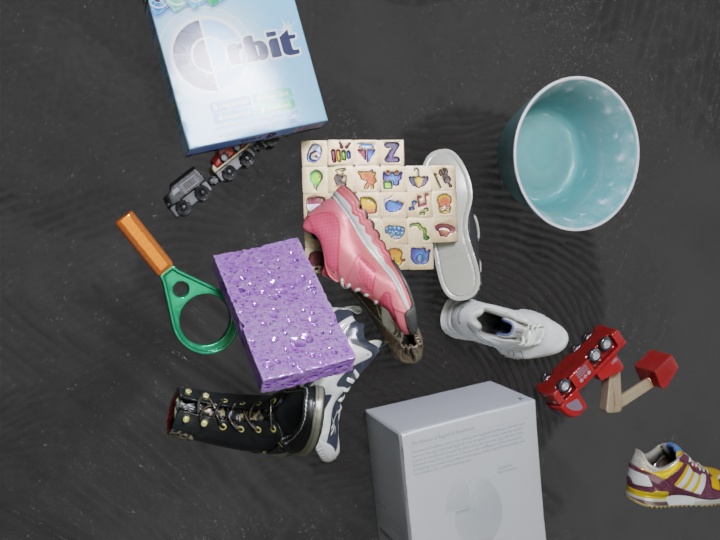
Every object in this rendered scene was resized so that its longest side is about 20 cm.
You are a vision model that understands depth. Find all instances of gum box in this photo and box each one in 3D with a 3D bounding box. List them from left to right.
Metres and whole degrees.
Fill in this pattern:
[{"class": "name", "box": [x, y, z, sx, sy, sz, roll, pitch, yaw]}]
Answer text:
[{"class": "gum box", "box": [-0.146, -0.249, 0.953, 0.169, 0.045, 0.201, -15, 90, -20]}]

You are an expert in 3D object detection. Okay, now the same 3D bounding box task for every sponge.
[{"class": "sponge", "box": [-0.092, 0.046, 0.956, 0.111, 0.200, 0.030, -12, 139, -21]}]

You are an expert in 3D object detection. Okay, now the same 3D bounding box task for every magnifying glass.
[{"class": "magnifying glass", "box": [-0.221, 0.016, 0.984, 0.080, 0.022, 0.200, -40, 111, -14]}]

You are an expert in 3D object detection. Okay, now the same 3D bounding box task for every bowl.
[{"class": "bowl", "box": [0.266, -0.157, 1.119, 0.200, 0.105, 0.202, -3, 98, -22]}]

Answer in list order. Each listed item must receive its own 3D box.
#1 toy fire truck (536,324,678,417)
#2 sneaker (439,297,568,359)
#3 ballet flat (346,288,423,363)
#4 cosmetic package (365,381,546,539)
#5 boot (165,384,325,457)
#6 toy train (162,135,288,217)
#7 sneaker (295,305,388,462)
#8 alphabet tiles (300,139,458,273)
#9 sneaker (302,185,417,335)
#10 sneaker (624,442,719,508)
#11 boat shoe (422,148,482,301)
[{"class": "toy fire truck", "box": [0.368, 0.161, 1.226, 0.200, 0.049, 0.141, -42, 109, -13]}, {"class": "sneaker", "box": [0.208, 0.086, 1.132, 0.199, 0.087, 0.075, 11, 89, -24]}, {"class": "ballet flat", "box": [0.027, 0.037, 1.071, 0.067, 0.046, 0.201, -33, 104, -15]}, {"class": "cosmetic package", "box": [0.126, 0.272, 1.098, 0.198, 0.123, 0.201, -9, 100, -21]}, {"class": "boot", "box": [-0.135, 0.169, 0.946, 0.153, 0.204, 0.074, 13, 66, -18]}, {"class": "toy train", "box": [-0.154, -0.138, 0.988, 0.200, 0.034, 0.046, -41, 98, -14]}, {"class": "sneaker", "box": [-0.019, 0.135, 1.046, 0.129, 0.079, 0.200, -14, 91, -12]}, {"class": "alphabet tiles", "box": [0.026, -0.083, 1.046, 0.199, 0.008, 0.168, -2, 89, -9]}, {"class": "sneaker", "box": [0.000, 0.000, 1.010, 0.087, 0.074, 0.201, -30, 87, 2]}, {"class": "sneaker", "box": [0.507, 0.314, 1.286, 0.199, 0.075, 0.091, 0, 101, -23]}, {"class": "boat shoe", "box": [0.123, -0.059, 1.095, 0.074, 0.060, 0.201, -14, 87, 11]}]
